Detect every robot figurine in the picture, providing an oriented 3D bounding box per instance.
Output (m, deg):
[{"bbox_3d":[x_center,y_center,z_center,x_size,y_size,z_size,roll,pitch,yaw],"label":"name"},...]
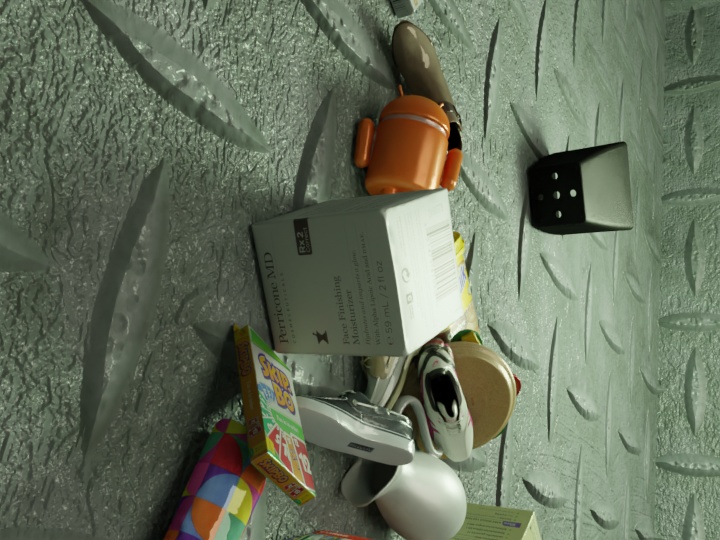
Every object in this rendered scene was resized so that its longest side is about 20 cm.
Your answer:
[{"bbox_3d":[0.073,-0.171,1.088,0.116,0.140,0.206,34,66,-60],"label":"robot figurine"}]

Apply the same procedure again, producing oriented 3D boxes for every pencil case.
[{"bbox_3d":[-0.154,0.255,0.747,0.089,0.086,0.203,56,45,-37],"label":"pencil case"}]

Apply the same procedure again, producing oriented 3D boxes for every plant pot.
[{"bbox_3d":[0.496,-0.179,1.687,0.175,0.196,0.206,-12,97,-44],"label":"plant pot"}]

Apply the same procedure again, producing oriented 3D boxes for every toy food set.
[{"bbox_3d":[0.154,0.199,1.144,0.203,0.195,0.049,58,9,-19],"label":"toy food set"}]

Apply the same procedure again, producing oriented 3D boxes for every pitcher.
[{"bbox_3d":[0.081,0.294,1.056,0.200,0.120,0.174,42,69,-36],"label":"pitcher"}]

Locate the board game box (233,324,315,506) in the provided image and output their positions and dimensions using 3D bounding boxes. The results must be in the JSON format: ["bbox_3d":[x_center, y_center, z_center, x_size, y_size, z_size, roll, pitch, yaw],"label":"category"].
[{"bbox_3d":[-0.098,0.147,0.796,0.096,0.030,0.202,55,7,-39],"label":"board game box"}]

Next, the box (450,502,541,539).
[{"bbox_3d":[0.171,0.468,1.130,0.200,0.172,0.099,-40,118,-50],"label":"box"}]

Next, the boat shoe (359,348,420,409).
[{"bbox_3d":[0.032,0.137,1.053,0.067,0.075,0.203,32,68,-10],"label":"boat shoe"}]

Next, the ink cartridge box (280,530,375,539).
[{"bbox_3d":[-0.028,0.357,0.901,0.198,0.107,0.052,15,75,-55],"label":"ink cartridge box"}]

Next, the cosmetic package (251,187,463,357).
[{"bbox_3d":[0.000,0.000,0.897,0.164,0.196,0.170,-23,106,-54],"label":"cosmetic package"}]

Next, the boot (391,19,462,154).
[{"bbox_3d":[0.117,-0.284,1.171,0.200,0.069,0.149,47,20,-54],"label":"boot"}]

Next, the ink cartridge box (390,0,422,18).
[{"bbox_3d":[0.076,-0.559,1.203,0.202,0.042,0.201,-58,132,-39],"label":"ink cartridge box"}]

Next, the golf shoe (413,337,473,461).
[{"bbox_3d":[0.123,0.207,1.070,0.093,0.071,0.204,-91,164,-67],"label":"golf shoe"}]

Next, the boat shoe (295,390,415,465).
[{"bbox_3d":[-0.013,0.190,0.941,0.196,0.072,0.069,22,47,-21],"label":"boat shoe"}]

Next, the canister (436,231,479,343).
[{"bbox_3d":[0.130,0.059,1.191,0.148,0.085,0.205,-40,121,-49],"label":"canister"}]
